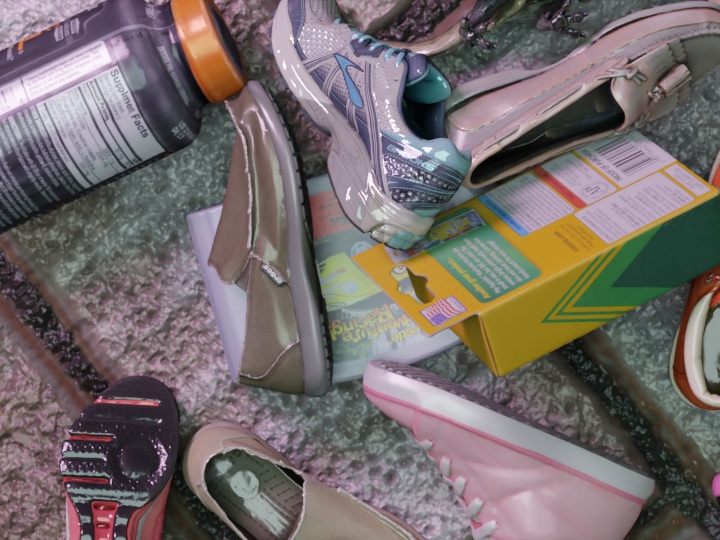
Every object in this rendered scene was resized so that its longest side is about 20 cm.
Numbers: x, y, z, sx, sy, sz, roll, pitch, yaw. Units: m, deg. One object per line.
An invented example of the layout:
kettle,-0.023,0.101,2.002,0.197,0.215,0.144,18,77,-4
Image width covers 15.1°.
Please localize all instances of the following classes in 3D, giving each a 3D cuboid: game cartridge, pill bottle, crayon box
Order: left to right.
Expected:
pill bottle,-0.172,-0.106,1.709,0.199,0.106,0.107,-24,90,6
game cartridge,0.000,0.000,1.733,0.199,0.041,0.134,-17,95,7
crayon box,0.110,-0.008,1.645,0.199,0.126,0.052,-26,120,-12

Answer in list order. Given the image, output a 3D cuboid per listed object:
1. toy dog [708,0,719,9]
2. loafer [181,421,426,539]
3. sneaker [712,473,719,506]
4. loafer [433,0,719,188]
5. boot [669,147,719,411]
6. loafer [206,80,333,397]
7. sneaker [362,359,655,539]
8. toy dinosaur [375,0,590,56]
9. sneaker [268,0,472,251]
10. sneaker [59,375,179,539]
toy dog,0.249,-0.250,1.660,0.131,0.096,0.201,16,131,41
loafer,-0.032,0.170,1.726,0.199,0.068,0.076,31,96,4
sneaker,0.317,0.164,1.686,0.199,0.074,0.088,7,87,1
loafer,0.143,-0.101,1.670,0.199,0.072,0.063,-20,46,2
boot,0.241,-0.008,1.671,0.075,0.107,0.201,14,93,7
loafer,-0.063,-0.016,1.683,0.069,0.075,0.201,-9,92,2
sneaker,0.078,0.136,1.700,0.199,0.075,0.105,25,95,-10
toy dinosaur,0.096,-0.166,1.691,0.199,0.088,0.048,-26,113,8
sneaker,0.014,-0.110,1.671,0.086,0.077,0.201,-42,56,24
sneaker,-0.162,0.167,1.742,0.073,0.087,0.201,9,70,0
